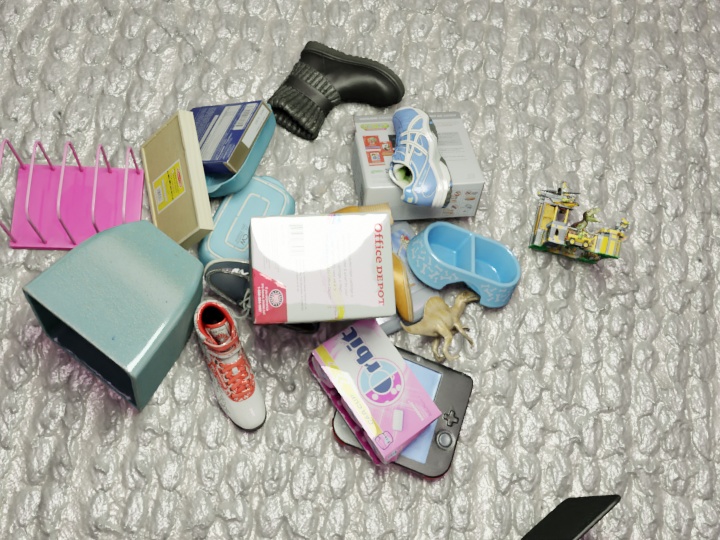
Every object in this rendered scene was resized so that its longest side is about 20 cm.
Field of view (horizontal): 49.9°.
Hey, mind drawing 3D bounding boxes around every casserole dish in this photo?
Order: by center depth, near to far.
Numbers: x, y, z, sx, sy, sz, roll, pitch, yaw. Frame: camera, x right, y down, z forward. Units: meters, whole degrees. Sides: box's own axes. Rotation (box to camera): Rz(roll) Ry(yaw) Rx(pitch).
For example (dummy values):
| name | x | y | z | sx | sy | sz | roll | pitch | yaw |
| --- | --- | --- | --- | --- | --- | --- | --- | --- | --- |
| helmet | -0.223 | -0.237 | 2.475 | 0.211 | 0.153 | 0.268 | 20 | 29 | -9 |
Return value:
| name | x | y | z | sx | sy | sz | roll | pitch | yaw |
| --- | --- | --- | --- | --- | --- | --- | --- | --- | --- |
| casserole dish | -0.184 | -0.072 | 1.259 | 0.120 | 0.039 | 0.202 | 25 | 72 | 1 |
| casserole dish | -0.201 | -0.192 | 1.264 | 0.039 | 0.120 | 0.202 | 48 | 50 | -37 |

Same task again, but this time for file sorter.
| name | x | y | z | sx | sy | sz | roll | pitch | yaw |
| --- | --- | --- | --- | --- | --- | --- | --- | --- | --- |
| file sorter | -0.447 | -0.118 | 1.197 | 0.196 | 0.126 | 0.142 | 1 | 72 | -8 |

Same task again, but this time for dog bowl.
| name | x | y | z | sx | sy | sz | roll | pitch | yaw |
| --- | --- | --- | --- | --- | --- | --- | --- | --- | --- |
| dog bowl | 0.174 | -0.014 | 1.263 | 0.197 | 0.050 | 0.113 | 20 | 49 | -14 |

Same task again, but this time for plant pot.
| name | x | y | z | sx | sy | sz | roll | pitch | yaw |
| --- | --- | --- | --- | --- | --- | --- | --- | --- | --- |
| plant pot | -0.334 | 0.049 | 1.135 | 0.195 | 0.196 | 0.201 | 37 | 63 | 5 |

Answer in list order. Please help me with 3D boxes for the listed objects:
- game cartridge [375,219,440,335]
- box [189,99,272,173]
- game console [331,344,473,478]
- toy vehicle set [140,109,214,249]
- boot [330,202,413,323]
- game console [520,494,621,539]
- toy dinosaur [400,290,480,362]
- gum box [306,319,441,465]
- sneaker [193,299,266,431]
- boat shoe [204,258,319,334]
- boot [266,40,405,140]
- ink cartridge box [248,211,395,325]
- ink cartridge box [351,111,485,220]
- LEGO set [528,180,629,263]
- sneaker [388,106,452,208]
| name | x | y | z | sx | sy | sz | roll | pitch | yaw |
| --- | --- | --- | --- | --- | --- | --- | --- | --- | --- |
| game cartridge | 0.047 | -0.005 | 1.281 | 0.132 | 0.042 | 0.202 | -24 | 77 | -10 |
| box | -0.239 | -0.215 | 1.256 | 0.032 | 0.198 | 0.122 | 43 | 65 | -41 |
| game console | 0.066 | 0.214 | 1.216 | 0.197 | 0.031 | 0.179 | 22 | 71 | -1 |
| toy vehicle set | -0.294 | -0.134 | 1.229 | 0.026 | 0.123 | 0.203 | 3 | 68 | -46 |
| boot | 0.000 | -0.001 | 1.228 | 0.142 | 0.071 | 0.205 | -15 | 88 | 4 |
| game console | 0.291 | 0.415 | 1.095 | 0.114 | 0.200 | 0.179 | -2 | 73 | -8 |
| toy dinosaur | 0.124 | 0.093 | 1.233 | 0.198 | 0.058 | 0.103 | -22 | 91 | -43 |
| gum box | 0.022 | 0.183 | 1.172 | 0.113 | 0.066 | 0.201 | -31 | 75 | -22 |
| sneaker | -0.198 | 0.141 | 1.160 | 0.066 | 0.108 | 0.204 | -21 | 77 | -13 |
| boat shoe | -0.152 | 0.045 | 1.201 | 0.198 | 0.075 | 0.062 | 27 | 33 | -15 |
| boot | -0.042 | -0.291 | 1.331 | 0.208 | 0.080 | 0.159 | 21 | 64 | 10 |
| ink cartridge box | -0.059 | 0.000 | 1.106 | 0.196 | 0.145 | 0.148 | -2 | 86 | -9 |
| ink cartridge box | 0.089 | -0.178 | 1.303 | 0.196 | 0.085 | 0.178 | -3 | 52 | -9 |
| LEGO set | 0.357 | -0.086 | 1.270 | 0.151 | 0.200 | 0.118 | 14 | 88 | 11 |
| sneaker | 0.080 | -0.182 | 1.201 | 0.076 | 0.076 | 0.202 | -5 | 51 | -17 |
